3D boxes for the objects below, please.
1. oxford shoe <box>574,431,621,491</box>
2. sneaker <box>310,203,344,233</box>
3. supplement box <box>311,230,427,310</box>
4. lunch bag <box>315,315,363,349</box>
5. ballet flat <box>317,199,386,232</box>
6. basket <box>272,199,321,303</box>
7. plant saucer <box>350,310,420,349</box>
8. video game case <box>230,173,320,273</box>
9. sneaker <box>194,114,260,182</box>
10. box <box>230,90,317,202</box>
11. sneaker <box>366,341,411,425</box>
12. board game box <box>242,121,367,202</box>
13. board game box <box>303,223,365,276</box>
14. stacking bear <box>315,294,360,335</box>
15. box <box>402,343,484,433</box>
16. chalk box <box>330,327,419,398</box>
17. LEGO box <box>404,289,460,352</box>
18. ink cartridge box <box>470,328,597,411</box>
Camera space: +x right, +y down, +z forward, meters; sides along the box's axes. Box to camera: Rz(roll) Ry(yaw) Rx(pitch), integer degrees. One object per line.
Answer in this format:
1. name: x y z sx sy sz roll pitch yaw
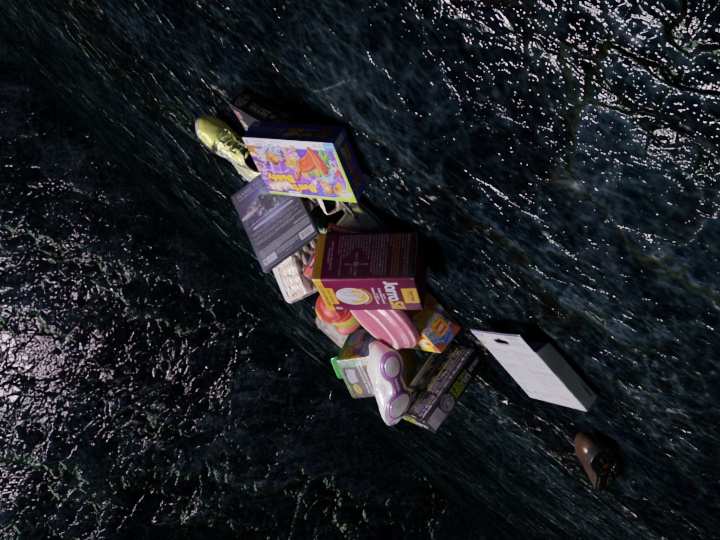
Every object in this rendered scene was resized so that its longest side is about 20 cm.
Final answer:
1. oxford shoe: 0.489 0.390 1.618 0.085 0.072 0.202 49 171 45
2. sneaker: -0.032 -0.054 1.626 0.200 0.078 0.085 45 140 -8
3. supplement box: 0.020 0.003 1.477 0.195 0.105 0.132 -2 150 14
4. lunch bag: 0.001 0.144 2.021 0.200 0.140 0.167 44 166 -11
5. ballet flat: -0.035 -0.125 1.495 0.200 0.071 0.069 47 169 -18
6. basket: -0.126 -0.049 1.714 0.204 0.133 0.123 67 157 -3
7. plant saucer: 0.039 0.100 1.670 0.200 0.051 0.201 42 166 13
8. video game case: -0.180 -0.116 1.625 0.203 0.141 0.019 62 -167 27
9. sneaker: -0.276 -0.276 1.722 0.199 0.076 0.076 37 161 -23
10. box: -0.155 -0.241 1.519 0.160 0.049 0.201 34 162 38
11. sneaker: 0.060 0.247 1.732 0.099 0.074 0.205 34 137 54
12. board game box: -0.098 -0.193 1.378 0.196 0.045 0.136 9 142 32
13. board game box: -0.042 -0.028 1.566 0.101 0.020 0.200 13 151 -13
14. stacking bear: -0.047 0.080 1.795 0.123 0.112 0.200 62 -170 8
15. box: 0.177 0.261 1.775 0.044 0.201 0.160 42 165 -18
16. chalk box: 0.025 0.222 1.901 0.196 0.125 0.126 -9 119 27
17. LEGO box: 0.112 0.099 1.731 0.149 0.077 0.199 46 165 -12
18. ink cartridge box: 0.321 0.172 1.465 0.201 0.043 0.196 48 166 -13
